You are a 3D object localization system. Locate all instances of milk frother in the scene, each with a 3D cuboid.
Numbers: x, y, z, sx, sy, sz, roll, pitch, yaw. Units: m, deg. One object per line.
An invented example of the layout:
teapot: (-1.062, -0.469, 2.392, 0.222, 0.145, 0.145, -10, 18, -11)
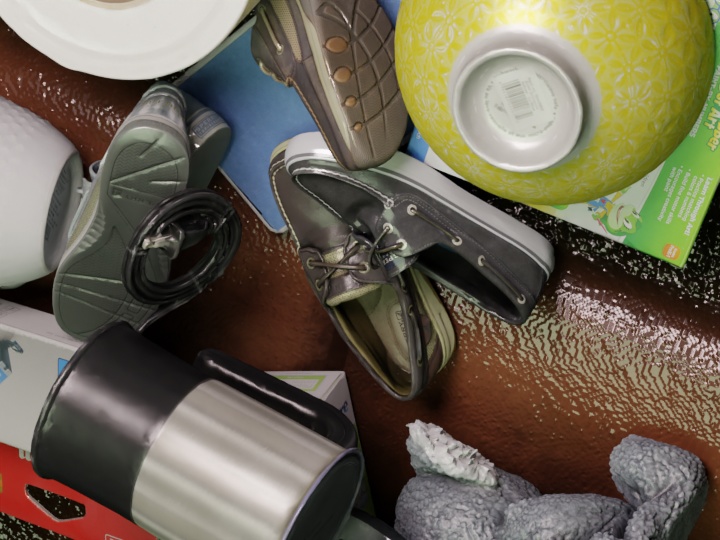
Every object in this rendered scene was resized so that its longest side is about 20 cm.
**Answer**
milk frother: (-0.085, 0.078, 1.520, 0.188, 0.181, 0.200, 27, 136, 16)

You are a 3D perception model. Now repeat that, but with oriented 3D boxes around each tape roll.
tape roll: (-0.145, -0.222, 1.454, 0.202, 0.071, 0.203, 8, 118, 15)

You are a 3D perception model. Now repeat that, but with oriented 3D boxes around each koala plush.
koala plush: (0.106, 0.192, 1.620, 0.200, 0.184, 0.178, 25, 124, 23)

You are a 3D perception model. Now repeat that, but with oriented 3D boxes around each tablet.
tablet: (-0.030, -0.121, 1.589, 0.200, 0.014, 0.130, -35, 99, 32)

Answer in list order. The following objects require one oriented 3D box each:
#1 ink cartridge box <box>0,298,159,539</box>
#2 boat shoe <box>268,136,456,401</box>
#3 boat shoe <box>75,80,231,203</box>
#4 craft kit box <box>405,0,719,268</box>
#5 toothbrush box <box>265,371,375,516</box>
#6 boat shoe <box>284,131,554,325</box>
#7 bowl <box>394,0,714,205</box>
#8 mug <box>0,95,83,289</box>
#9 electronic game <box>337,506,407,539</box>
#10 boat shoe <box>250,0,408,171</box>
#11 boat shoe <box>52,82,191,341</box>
ink cartridge box: (-0.232, 0.118, 1.701, 0.200, 0.045, 0.177, 15, 114, 32)
boat shoe: (0.000, 0.000, 1.602, 0.073, 0.065, 0.200, -24, 112, 29)
boat shoe: (-0.158, -0.053, 1.648, 0.072, 0.070, 0.201, 44, 130, 12)
craft kit box: (0.150, -0.126, 1.487, 0.197, 0.049, 0.200, 24, 122, 8)
toothbrush box: (-0.071, 0.180, 1.724, 0.145, 0.086, 0.201, -2, 116, 24)
boat shoe: (0.035, -0.022, 1.547, 0.200, 0.066, 0.070, 28, 152, -20)
bowl: (0.106, -0.117, 1.419, 0.199, 0.108, 0.201, 8, 118, 15)
mug: (-0.290, -0.047, 1.672, 0.175, 0.148, 0.200, 13, 151, 8)
electronic game: (-0.005, 0.246, 1.639, 0.200, 0.042, 0.201, 21, 128, 29)
boat shoe: (-0.028, -0.153, 1.514, 0.073, 0.074, 0.201, -29, 72, 44)
boat shoe: (-0.156, -0.033, 1.581, 0.074, 0.065, 0.202, 16, 129, -5)
